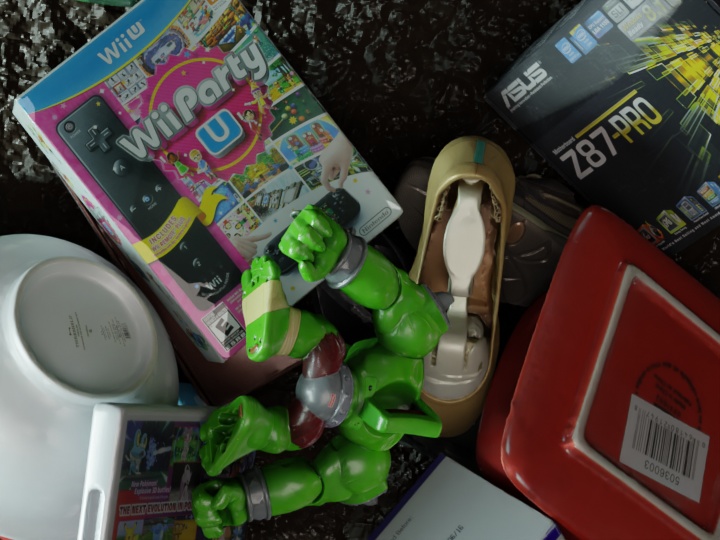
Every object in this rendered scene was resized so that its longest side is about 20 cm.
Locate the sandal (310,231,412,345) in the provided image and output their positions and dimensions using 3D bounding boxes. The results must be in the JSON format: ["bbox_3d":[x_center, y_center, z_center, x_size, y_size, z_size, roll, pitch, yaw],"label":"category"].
[{"bbox_3d":[-0.001,0.000,1.245,0.076,0.043,0.201,-29,92,-20],"label":"sandal"}]

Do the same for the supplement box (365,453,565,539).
[{"bbox_3d":[0.087,0.222,1.188,0.101,0.103,0.200,-48,137,-15],"label":"supplement box"}]

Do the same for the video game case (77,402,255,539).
[{"bbox_3d":[-0.117,0.171,1.154,0.023,0.200,0.183,6,87,21],"label":"video game case"}]

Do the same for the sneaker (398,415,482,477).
[{"bbox_3d":[0.062,0.094,1.303,0.200,0.075,0.079,34,81,-9],"label":"sneaker"}]

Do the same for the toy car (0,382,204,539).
[{"bbox_3d":[-0.179,0.165,1.235,0.176,0.200,0.185,33,103,-18],"label":"toy car"}]

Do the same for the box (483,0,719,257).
[{"bbox_3d":[0.189,-0.105,1.177,0.161,0.049,0.200,45,145,-5],"label":"box"}]

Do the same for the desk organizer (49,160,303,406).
[{"bbox_3d":[-0.113,-0.014,1.257,0.077,0.072,0.201,-30,105,5],"label":"desk organizer"}]

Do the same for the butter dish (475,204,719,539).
[{"bbox_3d":[0.146,0.097,1.213,0.200,0.200,0.148,36,148,-25],"label":"butter dish"}]

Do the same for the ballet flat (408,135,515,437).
[{"bbox_3d":[0.055,0.018,1.185,0.068,0.063,0.201,5,109,2],"label":"ballet flat"}]

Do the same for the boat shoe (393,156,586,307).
[{"bbox_3d":[0.108,-0.021,1.257,0.199,0.074,0.075,29,126,-18],"label":"boat shoe"}]

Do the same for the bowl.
[{"bbox_3d":[-0.184,0.054,1.158,0.201,0.201,0.090,39,135,-11],"label":"bowl"}]

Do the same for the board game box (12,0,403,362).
[{"bbox_3d":[-0.094,-0.066,1.183,0.147,0.064,0.200,-40,96,-9],"label":"board game box"}]

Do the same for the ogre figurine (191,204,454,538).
[{"bbox_3d":[-0.020,0.070,1.137,0.119,0.098,0.201,13,87,-26],"label":"ogre figurine"}]

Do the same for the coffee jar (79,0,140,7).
[{"bbox_3d":[-0.227,-0.219,1.185,0.199,0.085,0.105,3,107,-2],"label":"coffee jar"}]
